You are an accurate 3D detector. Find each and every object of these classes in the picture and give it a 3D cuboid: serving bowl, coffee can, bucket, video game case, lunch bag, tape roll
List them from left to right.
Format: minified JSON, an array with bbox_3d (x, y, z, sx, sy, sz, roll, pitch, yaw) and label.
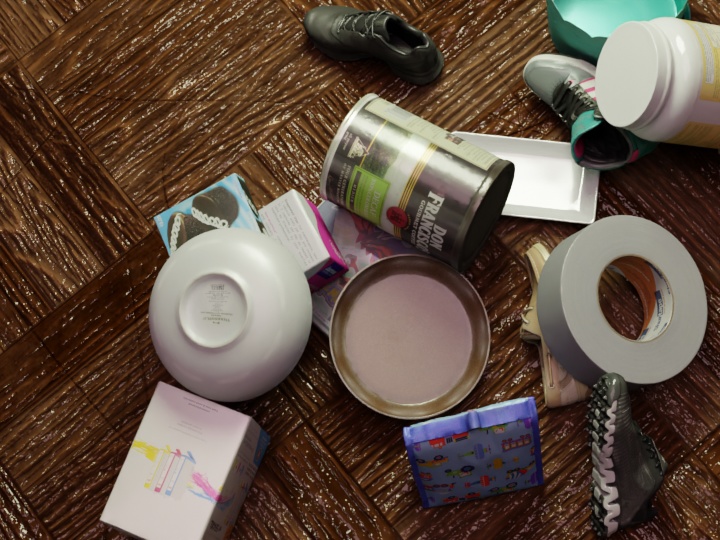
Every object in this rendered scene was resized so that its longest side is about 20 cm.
[{"bbox_3d":[-0.157,0.047,1.574,0.197,0.066,0.203,-2,83,14],"label":"serving bowl"},{"bbox_3d":[0.000,0.000,1.747,0.200,0.023,0.182,41,80,18],"label":"video game case"},{"bbox_3d":[0.070,-0.108,1.688,0.198,0.147,0.147,28,76,15],"label":"coffee can"},{"bbox_3d":[0.129,0.197,1.568,0.149,0.200,0.095,-12,70,2],"label":"lunch bag"},{"bbox_3d":[0.329,-0.357,1.769,0.204,0.135,0.210,-2,72,6],"label":"bucket"},{"bbox_3d":[0.308,0.040,1.628,0.198,0.066,0.203,6,74,-21],"label":"tape roll"}]

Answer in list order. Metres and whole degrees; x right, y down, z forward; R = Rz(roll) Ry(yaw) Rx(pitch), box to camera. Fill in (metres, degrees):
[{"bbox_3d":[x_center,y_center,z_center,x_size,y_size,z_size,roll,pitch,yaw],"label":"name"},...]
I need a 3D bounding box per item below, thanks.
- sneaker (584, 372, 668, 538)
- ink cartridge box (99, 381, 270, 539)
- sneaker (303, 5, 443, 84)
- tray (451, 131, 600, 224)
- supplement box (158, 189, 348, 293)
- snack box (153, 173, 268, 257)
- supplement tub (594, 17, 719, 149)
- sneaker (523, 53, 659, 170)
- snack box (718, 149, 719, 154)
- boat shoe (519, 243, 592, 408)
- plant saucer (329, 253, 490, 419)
[{"bbox_3d":[0.308,0.208,1.582,0.089,0.067,0.203,-6,108,-8],"label":"sneaker"},{"bbox_3d":[-0.209,0.257,1.629,0.124,0.129,0.202,19,75,13],"label":"ink cartridge box"},{"bbox_3d":[0.016,-0.315,1.818,0.198,0.091,0.077,17,76,14],"label":"sneaker"},{"bbox_3d":[0.205,-0.116,1.762,0.197,0.022,0.109,7,73,9],"label":"tray"},{"bbox_3d":[-0.129,0.000,1.699,0.199,0.101,0.104,-33,74,8],"label":"supplement box"},{"bbox_3d":[-0.154,0.002,1.633,0.115,0.037,0.202,-27,78,9],"label":"snack box"},{"bbox_3d":[0.396,-0.223,1.649,0.198,0.145,0.147,4,68,-26],"label":"supplement tub"},{"bbox_3d":[0.277,-0.192,1.727,0.199,0.084,0.121,30,40,13],"label":"sneaker"},{"bbox_3d":[0.554,-0.176,1.737,0.197,0.024,0.073,5,71,9],"label":"snack box"},{"bbox_3d":[0.225,0.065,1.671,0.064,0.071,0.202,-15,71,1],"label":"boat shoe"},{"bbox_3d":[0.059,0.082,1.688,0.197,0.032,0.203,1,81,-4],"label":"plant saucer"}]
